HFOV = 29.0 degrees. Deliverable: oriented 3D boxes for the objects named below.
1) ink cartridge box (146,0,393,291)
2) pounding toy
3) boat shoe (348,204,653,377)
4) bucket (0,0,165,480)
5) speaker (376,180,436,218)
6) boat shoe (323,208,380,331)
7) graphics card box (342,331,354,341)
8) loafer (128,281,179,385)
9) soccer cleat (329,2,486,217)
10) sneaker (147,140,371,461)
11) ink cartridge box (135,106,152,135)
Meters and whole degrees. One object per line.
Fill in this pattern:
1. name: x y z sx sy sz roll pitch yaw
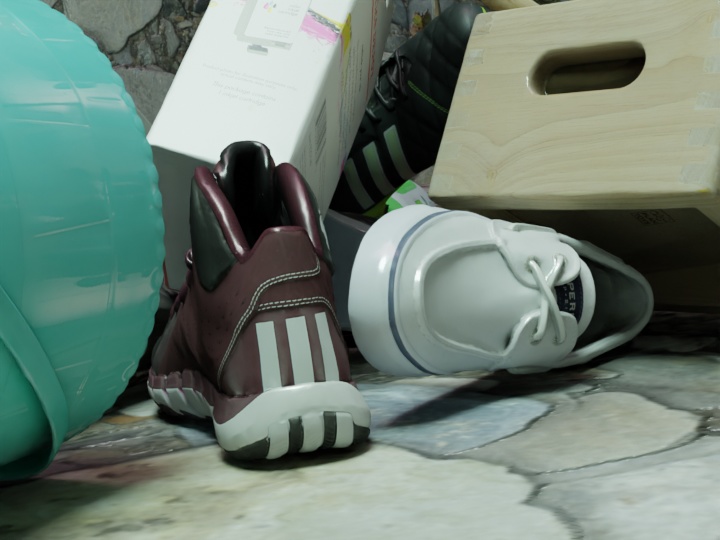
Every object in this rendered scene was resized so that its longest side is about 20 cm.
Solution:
1. ink cartridge box: -0.036 -0.094 0.675 0.067 0.201 0.117 15 -32 7
2. pounding toy: 0.129 -0.077 0.686 0.199 0.143 0.184 2 -20 44
3. boat shoe: 0.068 0.008 0.597 0.065 0.074 0.199 0 3 33
4. bucket: -0.175 -0.009 0.476 0.206 0.209 0.134 -3 4 34
5. speaker: 0.010 -0.023 0.995 0.088 0.089 0.200 -6 5 8
6. boat shoe: 0.000 0.000 0.733 0.198 0.071 0.066 8 -4 9
7. graphics card box: -0.019 0.013 0.830 0.198 0.051 0.125 -8 6 0
8. loafer: -0.132 0.027 0.676 0.073 0.071 0.200 36 9 26
9. soccer cleat: 0.005 -0.083 0.806 0.080 0.068 0.200 13 -39 -25
10. sneaker: -0.047 0.005 0.582 0.075 0.117 0.200 -8 6 -20
11. ink cartridge box: -0.230 -0.061 0.843 0.198 0.084 0.146 0 -18 13
